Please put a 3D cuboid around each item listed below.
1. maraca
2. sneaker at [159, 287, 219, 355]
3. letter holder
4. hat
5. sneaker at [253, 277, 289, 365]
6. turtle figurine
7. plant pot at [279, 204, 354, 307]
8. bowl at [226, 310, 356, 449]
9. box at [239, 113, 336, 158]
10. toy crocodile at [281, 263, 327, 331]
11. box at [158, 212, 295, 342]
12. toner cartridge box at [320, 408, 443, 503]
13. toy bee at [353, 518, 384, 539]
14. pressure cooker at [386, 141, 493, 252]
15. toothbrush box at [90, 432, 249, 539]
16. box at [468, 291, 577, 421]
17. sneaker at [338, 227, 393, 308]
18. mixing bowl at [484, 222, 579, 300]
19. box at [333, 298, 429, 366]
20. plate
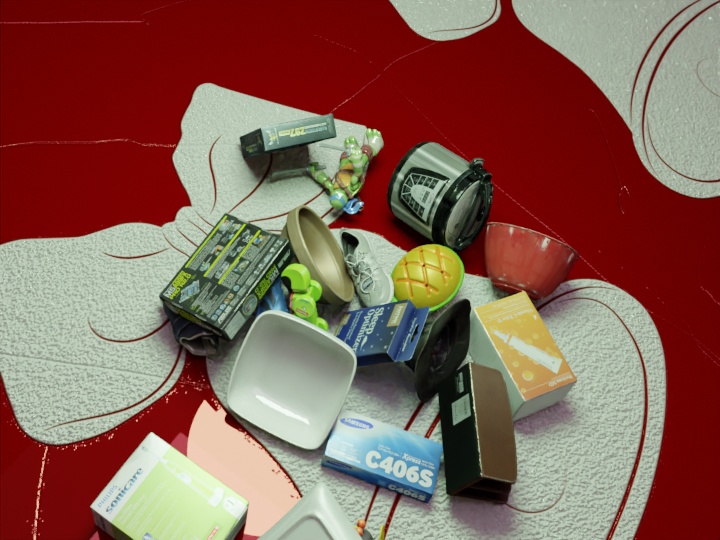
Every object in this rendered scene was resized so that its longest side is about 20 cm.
[{"bbox_3d":[0.111,0.030,1.586,0.199,0.108,0.137,-39,57,-12],"label":"maraca"},{"bbox_3d":[-0.249,0.071,1.481,0.198,0.078,0.147,-21,51,-13],"label":"sneaker"},{"bbox_3d":[0.223,0.283,1.417,0.139,0.100,0.204,17,53,-26],"label":"letter holder"},{"bbox_3d":[0.126,0.133,1.489,0.080,0.204,0.201,20,50,30],"label":"hat"},{"bbox_3d":[-0.153,0.076,1.483,0.076,0.066,0.206,5,82,-1],"label":"sneaker"},{"bbox_3d":[-0.043,-0.236,1.701,0.198,0.145,0.195,34,47,-2],"label":"turtle figurine"},{"bbox_3d":[-0.099,-0.012,1.545,0.091,0.200,0.204,-29,59,15],"label":"plant pot"},{"bbox_3d":[-0.113,0.177,1.401,0.196,0.204,0.075,25,14,3],"label":"bowl"},{"bbox_3d":[-0.152,-0.274,1.681,0.154,0.199,0.052,-14,98,-20],"label":"box"},{"bbox_3d":[-0.098,0.084,1.451,0.060,0.204,0.068,-1,30,12],"label":"toy crocodile"},{"bbox_3d":[-0.231,0.007,1.430,0.158,0.045,0.202,21,64,30],"label":"box"},{"bbox_3d":[0.038,0.317,1.409,0.195,0.044,0.096,19,52,0],"label":"toner cartridge box"},{"bbox_3d":[0.004,0.444,1.264,0.195,0.110,0.132,14,34,-17],"label":"toy bee"},{"bbox_3d":[0.174,-0.147,1.654,0.199,0.177,0.178,36,68,27],"label":"pressure cooker"},{"bbox_3d":[-0.292,0.376,1.269,0.197,0.087,0.146,32,56,9],"label":"toothbrush box"},{"bbox_3d":[0.293,0.161,1.539,0.122,0.098,0.203,-16,61,-22],"label":"box"},{"bbox_3d":[0.000,0.000,1.576,0.081,0.075,0.202,32,23,-43],"label":"sneaker"},{"bbox_3d":[0.324,-0.008,1.624,0.196,0.200,0.111,19,84,1],"label":"mixing bowl"},{"bbox_3d":[0.026,0.115,1.466,0.033,0.197,0.123,49,48,-29],"label":"box"},{"bbox_3d":[-0.077,0.459,1.227,0.200,0.032,0.201,-42,67,6],"label":"plate"}]
